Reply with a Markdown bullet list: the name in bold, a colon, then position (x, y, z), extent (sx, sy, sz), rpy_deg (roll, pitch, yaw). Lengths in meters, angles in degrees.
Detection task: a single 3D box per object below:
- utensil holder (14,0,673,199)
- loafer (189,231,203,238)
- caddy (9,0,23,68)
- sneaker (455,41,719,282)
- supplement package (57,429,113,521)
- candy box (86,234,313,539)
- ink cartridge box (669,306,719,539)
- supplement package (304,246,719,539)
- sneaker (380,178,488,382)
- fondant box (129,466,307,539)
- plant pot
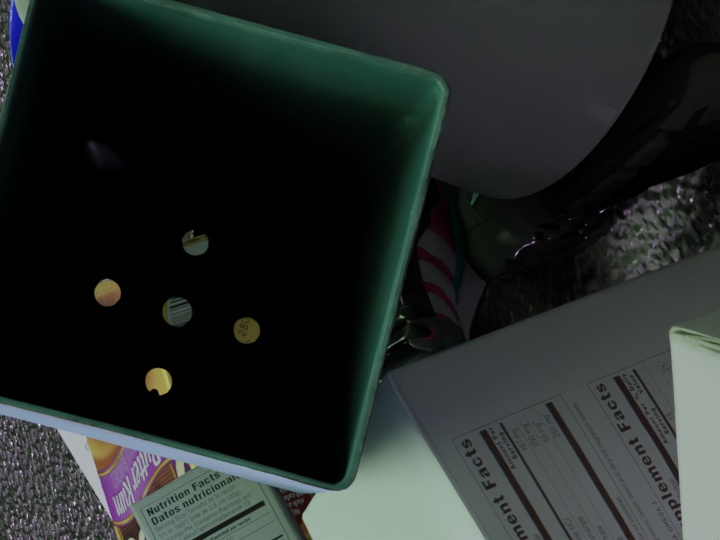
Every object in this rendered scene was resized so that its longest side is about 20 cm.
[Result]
- **utensil holder**: position (-0.003, -0.130, 1.121), extent (0.170, 0.199, 0.171), rpy_deg (-41, 38, 43)
- **loafer**: position (-0.036, -0.065, 1.396), extent (0.073, 0.071, 0.201), rpy_deg (50, 144, 33)
- **caddy**: position (-0.115, -0.116, 1.462), extent (0.141, 0.105, 0.201), rpy_deg (48, 144, 36)
- **sneaker**: position (0.084, -0.057, 1.197), extent (0.200, 0.075, 0.080), rpy_deg (-34, 75, 59)
- **supplement package**: position (-0.056, 0.096, 1.483), extent (0.200, 0.109, 0.114), rpy_deg (55, 147, 25)
- **candy box**: position (-0.071, 0.091, 1.338), extent (0.117, 0.056, 0.201), rpy_deg (-19, 89, 64)
- **ink cartridge box**: position (0.199, 0.061, 0.944), extent (0.085, 0.199, 0.148), rpy_deg (23, 125, 52)
- **supplement package**: position (0.099, 0.077, 1.105), extent (0.110, 0.199, 0.114), rpy_deg (58, 148, 20)
- **sneaker**: position (0.000, 0.000, 1.252), extent (0.121, 0.083, 0.200), rpy_deg (49, -158, -25)
- **fondant box**: position (-0.008, 0.182, 1.158), extent (0.200, 0.058, 0.145), rpy_deg (59, 177, 45)
- **plant pot**: position (-0.061, 0.001, 1.065), extent (0.200, 0.141, 0.142), rpy_deg (116, 168, -80)
